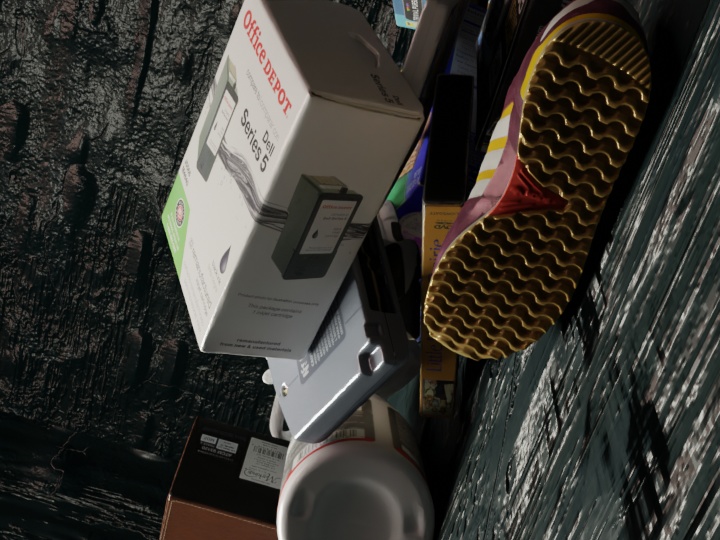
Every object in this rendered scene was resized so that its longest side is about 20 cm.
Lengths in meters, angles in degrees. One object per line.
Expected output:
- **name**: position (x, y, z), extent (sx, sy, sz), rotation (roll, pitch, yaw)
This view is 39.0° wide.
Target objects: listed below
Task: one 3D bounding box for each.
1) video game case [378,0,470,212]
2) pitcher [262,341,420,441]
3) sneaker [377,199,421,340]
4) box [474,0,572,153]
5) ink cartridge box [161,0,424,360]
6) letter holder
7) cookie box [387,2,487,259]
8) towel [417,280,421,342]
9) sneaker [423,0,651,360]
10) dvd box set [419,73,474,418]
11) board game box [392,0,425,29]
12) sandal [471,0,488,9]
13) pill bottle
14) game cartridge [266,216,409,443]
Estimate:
- **video game case**: position (0.045, -0.137, 0.733), extent (0.200, 0.018, 0.145), rotation (-61, -8, -65)
- **pitcher**: position (-0.039, 0.079, 0.936), extent (0.172, 0.121, 0.200), rotation (-46, -31, -6)
- **sneaker**: position (0.000, 0.000, 0.784), extent (0.200, 0.079, 0.075), rotation (-117, 27, -69)
- **box**: position (0.128, -0.192, 0.728), extent (0.201, 0.049, 0.159), rotation (-80, 5, -55)
- **ink cartridge box**: position (-0.054, -0.065, 0.676), extent (0.201, 0.083, 0.146), rotation (-63, 35, 31)
- **letter holder**: position (-0.079, 0.242, 0.937), extent (0.101, 0.197, 0.143), rotation (-78, 5, -55)
- **cookie box**: position (0.068, -0.116, 0.938), extent (0.171, 0.074, 0.202), rotation (136, 151, -59)
- **towel**: position (0.077, -0.010, 1.025), extent (0.200, 0.024, 0.147), rotation (115, 170, -71)
- **sneaker**: position (0.094, -0.045, 0.531), extent (0.090, 0.074, 0.202), rotation (-64, -1, -59)
- **dvd box set**: position (0.061, -0.015, 0.729), extent (0.147, 0.029, 0.202), rotation (-80, -9, -48)
- **board game box**: position (0.066, -0.311, 0.822), extent (0.151, 0.046, 0.203), rotation (0, -79, -86)
- **sandal**: position (0.122, -0.219, 1.024), extent (0.081, 0.053, 0.201), rotation (-61, -16, -21)
- **pill bottle**: position (-0.005, 0.164, 0.797), extent (0.200, 0.112, 0.116), rotation (-97, 23, -83)
- **game cartridge**: position (-0.029, 0.012, 0.732), extent (0.133, 0.040, 0.202), rotation (-44, 46, 40)
